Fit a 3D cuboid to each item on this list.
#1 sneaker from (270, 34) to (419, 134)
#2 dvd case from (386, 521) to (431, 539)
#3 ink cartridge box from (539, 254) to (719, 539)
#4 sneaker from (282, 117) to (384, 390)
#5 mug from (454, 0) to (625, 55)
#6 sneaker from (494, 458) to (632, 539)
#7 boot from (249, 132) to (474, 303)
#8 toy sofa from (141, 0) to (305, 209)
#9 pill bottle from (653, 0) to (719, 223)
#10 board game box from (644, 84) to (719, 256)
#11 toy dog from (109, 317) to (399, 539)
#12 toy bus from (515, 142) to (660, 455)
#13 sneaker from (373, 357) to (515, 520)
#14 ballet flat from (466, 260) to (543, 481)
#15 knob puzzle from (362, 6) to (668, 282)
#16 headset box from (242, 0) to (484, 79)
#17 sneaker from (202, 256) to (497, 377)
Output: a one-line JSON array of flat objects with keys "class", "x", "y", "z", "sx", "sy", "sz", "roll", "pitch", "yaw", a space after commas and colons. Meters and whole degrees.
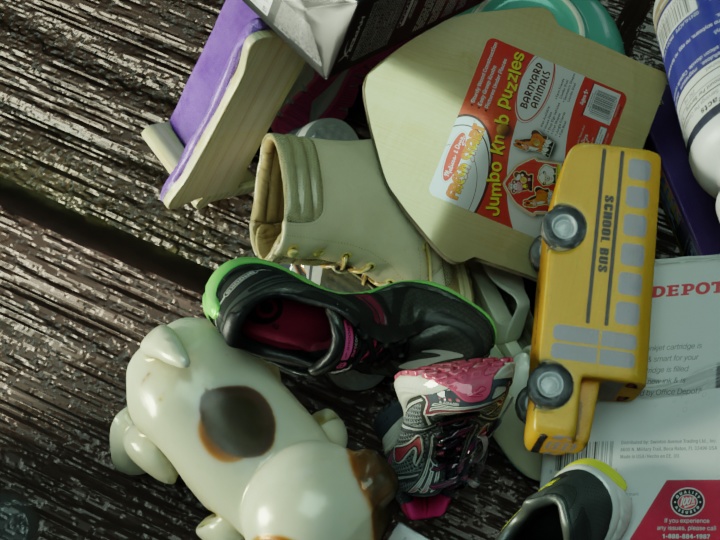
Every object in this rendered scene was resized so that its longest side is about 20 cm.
[{"class": "sneaker", "x": -0.010, "y": -0.196, "z": 1.321, "sx": 0.200, "sy": 0.081, "sz": 0.088, "roll": -41, "pitch": 59, "yaw": 14}, {"class": "dvd case", "x": 0.074, "y": 0.285, "z": 1.163, "sx": 0.200, "sy": 0.025, "sz": 0.151, "roll": 28, "pitch": 72, "yaw": 16}, {"class": "ink cartridge box", "x": 0.207, "y": 0.100, "z": 1.165, "sx": 0.145, "sy": 0.083, "sz": 0.201, "roll": -5, "pitch": 67, "yaw": 33}, {"class": "sneaker", "x": -0.025, "y": -0.009, "z": 1.275, "sx": 0.078, "sy": 0.079, "sz": 0.201, "roll": -7, "pitch": 88, "yaw": -34}, {"class": "mug", "x": 0.137, "y": -0.140, "z": 1.290, "sx": 0.185, "sy": 0.114, "sz": 0.152, "roll": 36, "pitch": 74, "yaw": 19}, {"class": "sneaker", "x": 0.099, "y": 0.210, "z": 1.099, "sx": 0.074, "sy": 0.085, "sz": 0.201, "roll": 30, "pitch": 105, "yaw": 30}, {"class": "boot", "x": 0.000, "y": 0.000, "z": 1.203, "sx": 0.155, "sy": 0.073, "sz": 0.201, "roll": -3, "pitch": 92, "yaw": -30}, {"class": "toy sofa", "x": -0.098, "y": -0.142, "z": 1.260, "sx": 0.097, "sy": 0.200, "sz": 0.083, "roll": -17, "pitch": 60, "yaw": -42}, {"class": "pill bottle", "x": 0.272, "y": -0.114, "z": 1.158, "sx": 0.115, "sy": 0.116, "sz": 0.201, "roll": -8, "pitch": 57, "yaw": 2}, {"class": "board game box", "x": 0.313, "y": -0.061, "z": 1.274, "sx": 0.165, "sy": 0.057, "sz": 0.201, "roll": -17, "pitch": 66, "yaw": -4}, {"class": "toy dog", "x": -0.061, "y": 0.125, "z": 1.159, "sx": 0.139, "sy": 0.194, "sz": 0.200, "roll": -36, "pitch": 61, "yaw": -23}, {"class": "toy bus", "x": 0.150, "y": 0.020, "z": 1.128, "sx": 0.078, "sy": 0.065, "sz": 0.201, "roll": 7, "pitch": 72, "yaw": 0}, {"class": "sneaker", "x": 0.061, "y": 0.110, "z": 1.147, "sx": 0.080, "sy": 0.200, "sz": 0.075, "roll": -6, "pitch": 69, "yaw": -10}, {"class": "ballet flat", "x": 0.108, "y": 0.053, "z": 1.230, "sx": 0.069, "sy": 0.070, "sz": 0.200, "roll": -21, "pitch": 67, "yaw": -4}, {"class": "knob puzzle", "x": 0.094, "y": -0.094, "z": 1.202, "sx": 0.219, "sy": 0.030, "sz": 0.220, "roll": 1, "pitch": 78, "yaw": -7}, {"class": "headset box", "x": 0.003, "y": -0.237, "z": 1.195, "sx": 0.149, "sy": 0.075, "sz": 0.200, "roll": 45, "pitch": 48, "yaw": 17}, {"class": "sneaker", "x": -0.006, "y": 0.046, "z": 1.132, "sx": 0.199, "sy": 0.077, "sz": 0.084, "roll": 7, "pitch": 25, "yaw": -11}]
